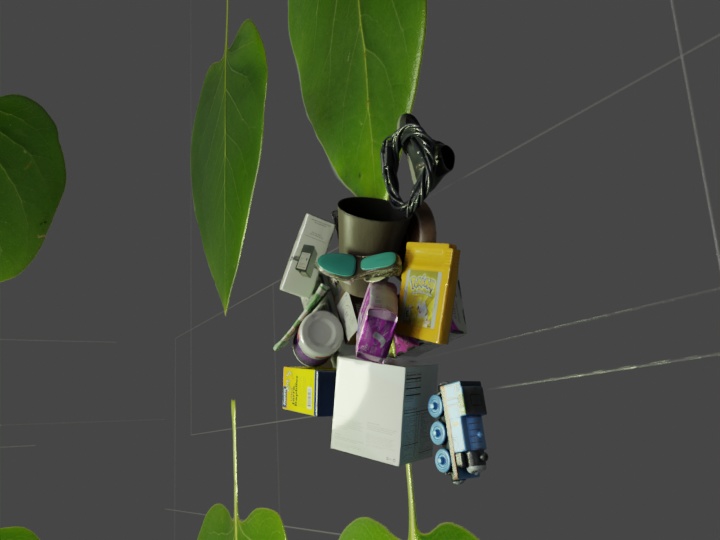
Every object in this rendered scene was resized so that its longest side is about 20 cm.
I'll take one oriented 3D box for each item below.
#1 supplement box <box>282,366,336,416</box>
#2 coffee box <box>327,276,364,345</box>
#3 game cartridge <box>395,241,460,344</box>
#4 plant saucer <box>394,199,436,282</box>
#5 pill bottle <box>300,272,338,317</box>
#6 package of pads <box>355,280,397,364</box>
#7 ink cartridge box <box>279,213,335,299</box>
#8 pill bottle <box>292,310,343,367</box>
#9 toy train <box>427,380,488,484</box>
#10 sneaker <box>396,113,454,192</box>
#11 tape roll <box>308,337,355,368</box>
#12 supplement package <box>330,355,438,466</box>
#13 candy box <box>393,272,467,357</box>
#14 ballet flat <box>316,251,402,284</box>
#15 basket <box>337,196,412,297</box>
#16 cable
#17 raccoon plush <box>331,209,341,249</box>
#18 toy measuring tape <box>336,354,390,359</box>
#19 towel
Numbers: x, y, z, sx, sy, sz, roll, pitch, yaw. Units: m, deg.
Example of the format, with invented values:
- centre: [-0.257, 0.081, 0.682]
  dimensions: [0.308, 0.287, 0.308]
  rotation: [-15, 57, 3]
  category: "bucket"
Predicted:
- centre: [-0.109, 0.302, 1.750]
  dimensions: [0.198, 0.107, 0.113]
  rotation: [-8, 79, 58]
  category: "supplement box"
- centre: [0.000, 0.080, 1.729]
  dimensions: [0.080, 0.112, 0.204]
  rotation: [-51, 44, 43]
  category: "coffee box"
- centre: [0.138, 0.043, 1.466]
  dimensions: [0.175, 0.032, 0.206]
  rotation: [5, 88, 60]
  category: "game cartridge"
- centre: [0.109, -0.071, 1.646]
  dimensions: [0.199, 0.034, 0.206]
  rotation: [-14, 74, 57]
  category: "plant saucer"
- centre: [-0.108, 0.076, 1.911]
  dimensions: [0.114, 0.111, 0.203]
  rotation: [-52, 44, 42]
  category: "pill bottle"
- centre: [0.037, 0.106, 1.518]
  dimensions: [0.200, 0.074, 0.123]
  rotation: [-84, 8, -73]
  category: "package of pads"
- centre: [-0.139, -0.037, 1.797]
  dimensions: [0.145, 0.082, 0.205]
  rotation: [-159, 89, -83]
  category: "ink cartridge box"
- centre: [-0.113, 0.180, 1.748]
  dimensions: [0.200, 0.108, 0.114]
  rotation: [124, 142, -67]
  category: "pill bottle"
- centre: [0.201, 0.321, 1.391]
  dimensions: [0.113, 0.085, 0.205]
  rotation: [-28, 62, 47]
  category: "toy train"
- centre: [0.154, -0.287, 1.575]
  dimensions: [0.106, 0.074, 0.204]
  rotation: [-35, 65, 46]
  category: "sneaker"
- centre: [-0.068, 0.283, 1.857]
  dimensions: [0.201, 0.069, 0.208]
  rotation: [-14, 74, 57]
  category: "tape roll"
- centre: [0.054, 0.300, 1.527]
  dimensions: [0.188, 0.146, 0.206]
  rotation: [4, 89, 37]
  category: "supplement package"
- centre: [0.145, 0.100, 1.534]
  dimensions: [0.199, 0.060, 0.140]
  rotation: [-35, 56, 52]
  category: "candy box"
- centre: [0.000, 0.000, 1.553]
  dimensions: [0.076, 0.195, 0.069]
  rotation: [68, -156, -51]
  category: "ballet flat"
- centre: [0.020, -0.051, 1.626]
  dimensions: [0.137, 0.175, 0.204]
  rotation: [-103, 19, -62]
  category: "basket"
- centre: [0.111, -0.220, 1.546]
  dimensions: [0.161, 0.050, 0.206]
  rotation: [-6, 87, 49]
  category: "cable"
- centre: [-0.026, -0.090, 1.858]
  dimensions: [0.200, 0.094, 0.138]
  rotation: [-118, 25, -80]
  category: "raccoon plush"
- centre: [0.020, 0.223, 1.695]
  dimensions: [0.198, 0.073, 0.075]
  rotation: [23, 106, 41]
  category: "toy measuring tape"
- centre: [-0.146, 0.114, 1.751]
  dimensions: [0.201, 0.023, 0.153]
  rotation: [-51, -1, 1]
  category: "towel"
